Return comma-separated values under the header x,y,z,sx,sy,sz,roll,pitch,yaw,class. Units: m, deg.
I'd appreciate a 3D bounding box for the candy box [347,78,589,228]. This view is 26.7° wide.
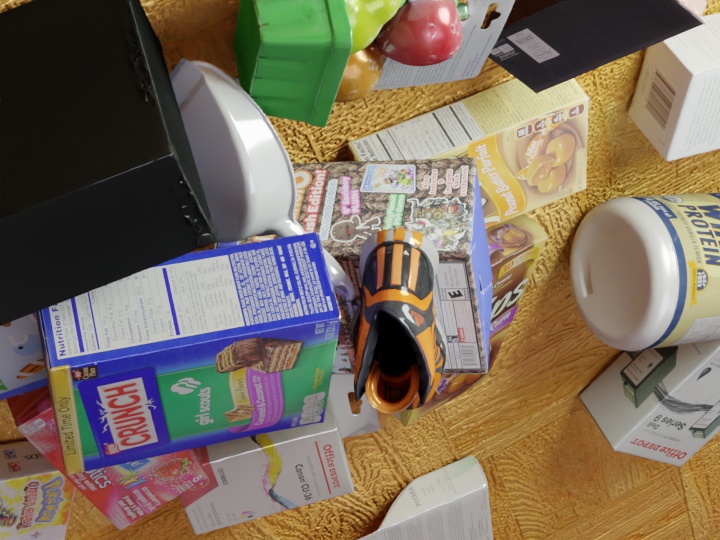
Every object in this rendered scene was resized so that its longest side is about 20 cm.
x,y,z,sx,sy,sz,roll,pitch,yaw,class
0.094,-0.088,1.284,0.199,0.055,0.116,-22,142,-10,candy box

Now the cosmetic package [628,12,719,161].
x,y,z,sx,sy,sz,roll,pitch,yaw,class
0.347,-0.175,1.343,0.199,0.071,0.102,-14,139,-21,cosmetic package

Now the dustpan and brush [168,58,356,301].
x,y,z,sx,sy,sz,roll,pitch,yaw,class
-0.079,-0.049,1.106,0.057,0.200,0.140,-32,173,-44,dustpan and brush

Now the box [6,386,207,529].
x,y,z,sx,sy,sz,roll,pitch,yaw,class
-0.217,0.119,1.274,0.095,0.100,0.200,-29,142,-1,box

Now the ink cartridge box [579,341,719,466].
x,y,z,sx,sy,sz,roll,pitch,yaw,class
0.362,0.116,1.667,0.146,0.084,0.200,18,122,-44,ink cartridge box

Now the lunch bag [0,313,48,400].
x,y,z,sx,sy,sz,roll,pitch,yaw,class
-0.266,0.005,1.098,0.199,0.124,0.171,-22,144,-23,lunch bag

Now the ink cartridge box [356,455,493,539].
x,y,z,sx,sy,sz,roll,pitch,yaw,class
0.051,0.301,1.705,0.199,0.050,0.161,-20,141,-8,ink cartridge box

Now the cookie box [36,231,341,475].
x,y,z,sx,sy,sz,roll,pitch,yaw,class
-0.123,0.062,1.080,0.199,0.076,0.171,-10,150,-12,cookie box

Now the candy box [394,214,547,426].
x,y,z,sx,sy,sz,roll,pitch,yaw,class
0.090,0.042,1.402,0.116,0.056,0.201,-26,146,-37,candy box

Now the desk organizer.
x,y,z,sx,sy,sz,roll,pitch,yaw,class
0.178,-0.206,1.137,0.072,0.077,0.200,33,157,-21,desk organizer

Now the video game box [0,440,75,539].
x,y,z,sx,sy,sz,roll,pitch,yaw,class
-0.356,0.239,1.362,0.181,0.047,0.201,-9,138,-30,video game box

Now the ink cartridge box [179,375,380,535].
x,y,z,sx,sy,sz,roll,pitch,yaw,class
-0.076,0.168,1.423,0.199,0.068,0.117,-16,141,-2,ink cartridge box

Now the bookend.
x,y,z,sx,sy,sz,roll,pitch,yaw,class
-0.217,-0.080,0.989,0.199,0.199,0.092,-21,142,0,bookend

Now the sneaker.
x,y,z,sx,sy,sz,roll,pitch,yaw,class
0.023,0.070,1.132,0.077,0.113,0.200,0,142,8,sneaker

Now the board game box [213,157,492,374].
x,y,z,sx,sy,sz,roll,pitch,yaw,class
0.000,0.000,1.218,0.199,0.097,0.160,-1,142,10,board game box

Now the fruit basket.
x,y,z,sx,sy,sz,roll,pitch,yaw,class
0.010,-0.176,1.076,0.199,0.094,0.185,-14,162,-15,fruit basket

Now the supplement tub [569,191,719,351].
x,y,z,sx,sy,sz,roll,pitch,yaw,class
0.317,-0.002,1.457,0.199,0.145,0.145,-5,136,-30,supplement tub
